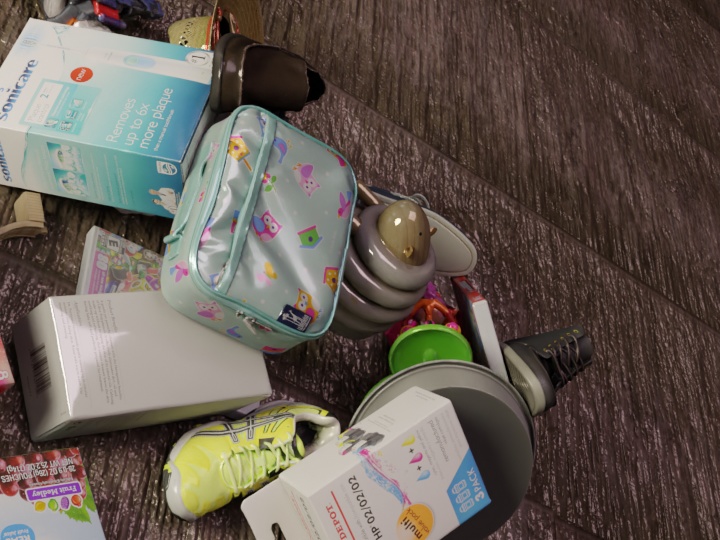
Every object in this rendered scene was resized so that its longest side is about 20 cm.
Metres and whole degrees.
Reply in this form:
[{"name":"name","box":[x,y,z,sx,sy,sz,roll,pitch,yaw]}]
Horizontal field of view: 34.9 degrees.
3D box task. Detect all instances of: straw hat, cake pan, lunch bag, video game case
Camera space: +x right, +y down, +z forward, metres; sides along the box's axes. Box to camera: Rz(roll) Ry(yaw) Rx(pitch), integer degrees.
[{"name":"straw hat","box":[-0.176,-0.247,1.293,0.084,0.202,0.202,3,42,11]},{"name":"cake pan","box":[0.081,0.188,1.118,0.200,0.201,0.037,36,6,-17]},{"name":"lunch bag","box":[-0.088,-0.035,1.011,0.160,0.077,0.202,30,58,-33]},{"name":"video game case","box":[-0.181,0.053,1.103,0.199,0.018,0.144,26,43,-29]},{"name":"video game case","box":[0.136,0.086,1.264,0.200,0.017,0.144,-108,-178,-82]}]

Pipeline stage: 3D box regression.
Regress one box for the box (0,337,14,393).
[{"name":"box","box":[-0.354,0.017,0.875,0.102,0.094,0.202,-8,74,-47]}]

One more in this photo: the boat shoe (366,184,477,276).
[{"name":"boat shoe","box":[0.047,-0.053,1.344,0.198,0.075,0.062,20,21,10]}]

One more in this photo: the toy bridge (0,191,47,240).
[{"name":"toy bridge","box":[-0.363,-0.046,0.993,0.199,0.027,0.068,7,57,-42]}]

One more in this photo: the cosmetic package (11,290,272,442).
[{"name":"cosmetic package","box":[-0.187,0.078,0.997,0.199,0.085,0.109,-1,71,-41]}]

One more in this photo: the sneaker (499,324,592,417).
[{"name":"sneaker","box":[0.204,0.097,1.220,0.200,0.105,0.075,-107,180,-83]}]

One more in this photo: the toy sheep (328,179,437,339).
[{"name":"toy sheep","box":[0.000,0.000,1.146,0.137,0.200,0.139,23,44,-24]}]

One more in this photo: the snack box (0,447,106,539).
[{"name":"snack box","box":[-0.278,0.227,0.822,0.199,0.068,0.170,-1,60,-44]}]

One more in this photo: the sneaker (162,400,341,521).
[{"name":"sneaker","box":[-0.097,0.163,1.036,0.199,0.076,0.076,-28,103,-50]}]

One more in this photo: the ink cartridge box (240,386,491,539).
[{"name":"ink cartridge box","box":[0.007,0.207,1.024,0.199,0.068,0.116,-31,110,-20]}]

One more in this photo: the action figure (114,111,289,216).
[{"name":"action figure","box":[-0.132,-0.093,1.154,0.192,0.105,0.201,21,45,-5]}]

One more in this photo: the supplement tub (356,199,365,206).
[{"name":"supplement tub","box":[-0.059,-0.061,1.246,0.200,0.107,0.107,42,38,-10]}]

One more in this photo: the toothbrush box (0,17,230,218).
[{"name":"toothbrush box","box":[-0.236,-0.143,1.066,0.198,0.086,0.147,11,52,7]}]

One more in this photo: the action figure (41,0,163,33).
[{"name":"action figure","box":[-0.303,-0.310,1.234,0.195,0.104,0.200,70,15,13]}]

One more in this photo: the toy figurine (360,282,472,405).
[{"name":"toy figurine","box":[0.069,0.084,1.221,0.149,0.201,0.185,-2,35,2]}]

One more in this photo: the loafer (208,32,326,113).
[{"name":"loafer","box":[-0.083,-0.185,1.085,0.071,0.074,0.200,11,15,15]}]
